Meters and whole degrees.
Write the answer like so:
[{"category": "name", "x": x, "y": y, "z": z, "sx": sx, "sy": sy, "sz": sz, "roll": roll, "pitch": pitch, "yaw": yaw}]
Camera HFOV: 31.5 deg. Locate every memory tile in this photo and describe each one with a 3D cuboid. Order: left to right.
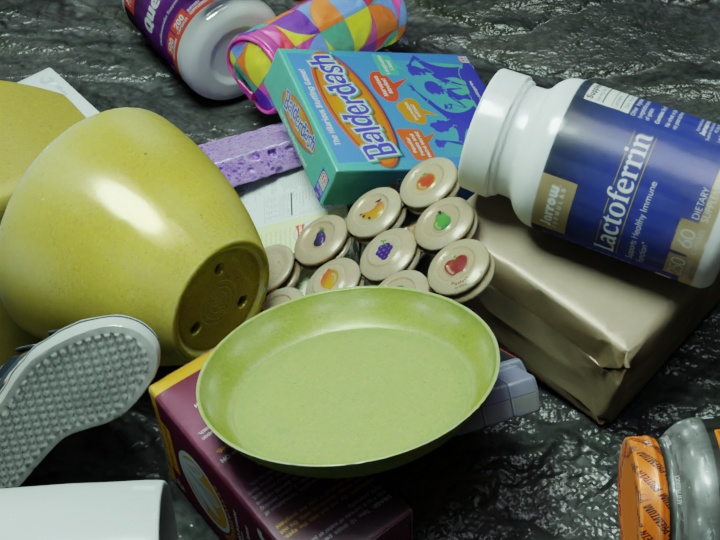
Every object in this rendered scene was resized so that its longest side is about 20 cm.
[{"category": "memory tile", "x": 0.000, "y": 0.000, "z": 0.979, "sx": 0.200, "sy": 0.017, "sz": 0.154, "roll": -29, "pitch": 42, "yaw": 14}]

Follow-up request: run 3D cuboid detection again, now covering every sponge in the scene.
[{"category": "sponge", "x": -0.125, "y": -0.098, "z": 1.161, "sx": 0.199, "sy": 0.030, "sz": 0.112, "roll": -17, "pitch": 17, "yaw": -13}]

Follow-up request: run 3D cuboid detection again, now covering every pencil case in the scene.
[{"category": "pencil case", "x": -0.039, "y": -0.225, "z": 1.249, "sx": 0.088, "sy": 0.089, "sz": 0.200, "roll": 31, "pitch": 46, "yaw": 30}]

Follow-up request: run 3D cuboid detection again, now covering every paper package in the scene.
[{"category": "paper package", "x": 0.185, "y": -0.011, "z": 1.024, "sx": 0.190, "sy": 0.104, "sz": 0.200, "roll": 36, "pitch": 58, "yaw": 23}]

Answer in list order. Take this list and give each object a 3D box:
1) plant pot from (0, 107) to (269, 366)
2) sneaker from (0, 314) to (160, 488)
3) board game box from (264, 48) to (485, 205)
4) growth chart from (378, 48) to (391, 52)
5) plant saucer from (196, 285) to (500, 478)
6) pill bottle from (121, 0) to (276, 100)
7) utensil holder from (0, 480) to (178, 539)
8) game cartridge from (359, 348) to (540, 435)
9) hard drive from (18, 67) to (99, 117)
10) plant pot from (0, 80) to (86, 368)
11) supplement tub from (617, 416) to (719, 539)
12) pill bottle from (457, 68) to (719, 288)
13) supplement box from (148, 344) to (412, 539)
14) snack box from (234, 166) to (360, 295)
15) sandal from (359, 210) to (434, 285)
[{"category": "plant pot", "x": -0.154, "y": -0.007, "z": 0.978, "sx": 0.142, "sy": 0.200, "sz": 0.200, "roll": 28, "pitch": 53, "yaw": 31}, {"category": "sneaker", "x": -0.221, "y": 0.082, "z": 0.936, "sx": 0.200, "sy": 0.078, "sz": 0.080, "roll": -36, "pitch": 22, "yaw": 23}, {"category": "board game box", "x": 0.033, "y": -0.128, "z": 1.123, "sx": 0.199, "sy": 0.045, "sz": 0.152, "roll": -4, "pitch": 52, "yaw": -29}, {"category": "growth chart", "x": 0.020, "y": -0.186, "z": 1.270, "sx": 0.199, "sy": 0.018, "sz": 0.145, "roll": 6, "pitch": 37, "yaw": 9}, {"category": "plant saucer", "x": -0.007, "y": 0.075, "z": 0.838, "sx": 0.199, "sy": 0.031, "sz": 0.200, "roll": -6, "pitch": 30, "yaw": 3}, {"category": "pill bottle", "x": -0.172, "y": -0.267, "z": 1.307, "sx": 0.112, "sy": 0.113, "sz": 0.200, "roll": -26, "pitch": 49, "yaw": -21}, {"category": "utensil holder", "x": -0.216, "y": 0.217, "z": 0.797, "sx": 0.199, "sy": 0.170, "sz": 0.170, "roll": -5, "pitch": 45, "yaw": -4}, {"category": "game cartridge", "x": 0.040, "y": 0.082, "z": 0.931, "sx": 0.129, "sy": 0.039, "sz": 0.200, "roll": -20, "pitch": 12, "yaw": -11}, {"category": "hard drive", "x": -0.355, "y": -0.119, "z": 1.234, "sx": 0.200, "sy": 0.026, "sz": 0.132, "roll": -32, "pitch": 52, "yaw": -24}, {"category": "plant pot", "x": -0.299, "y": -0.044, "z": 1.049, "sx": 0.200, "sy": 0.195, "sz": 0.195, "roll": -25, "pitch": 49, "yaw": -26}, {"category": "supplement tub", "x": 0.278, "y": 0.158, "z": 0.852, "sx": 0.199, "sy": 0.123, "sz": 0.123, "roll": -1, "pitch": 45, "yaw": 3}, {"category": "pill bottle", "x": 0.180, "y": -0.072, "z": 0.933, "sx": 0.199, "sy": 0.116, "sz": 0.116, "roll": 21, "pitch": 50, "yaw": 14}, {"category": "supplement box", "x": -0.055, "y": 0.154, "z": 0.885, "sx": 0.085, "sy": 0.111, "sz": 0.200, "roll": -30, "pitch": 51, "yaw": -23}, {"category": "snack box", "x": -0.059, "y": -0.007, "z": 1.081, "sx": 0.116, "sy": 0.037, "sz": 0.200, "roll": -14, "pitch": 45, "yaw": 9}, {"category": "sandal", "x": 0.039, "y": -0.033, "z": 1.099, "sx": 0.081, "sy": 0.055, "sz": 0.201, "roll": 2, "pitch": 52, "yaw": 6}]
